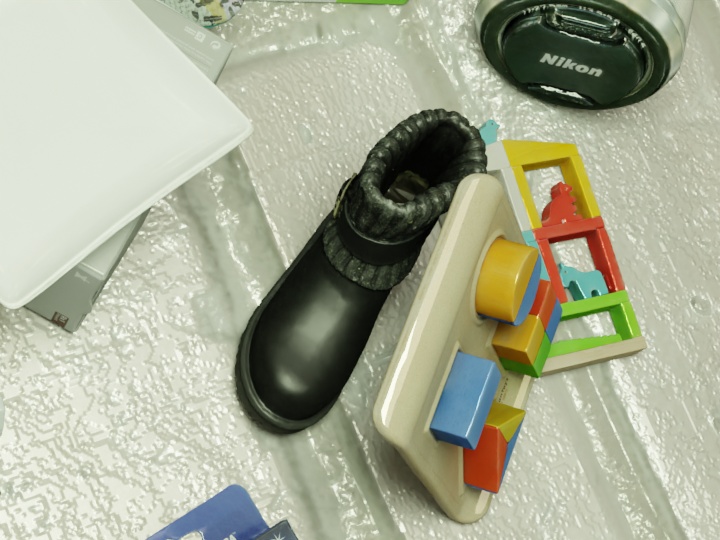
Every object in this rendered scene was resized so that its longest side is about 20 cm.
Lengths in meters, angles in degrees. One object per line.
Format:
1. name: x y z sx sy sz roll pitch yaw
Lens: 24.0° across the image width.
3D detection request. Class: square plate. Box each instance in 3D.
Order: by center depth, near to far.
1. square plate: -0.202 -0.098 1.036 0.198 0.028 0.200 -40 79 -26

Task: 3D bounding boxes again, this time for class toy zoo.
1. toy zoo: 0.127 -0.021 1.273 0.131 0.020 0.201 -10 75 -27

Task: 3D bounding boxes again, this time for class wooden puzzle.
1. wooden puzzle: 0.085 0.060 1.122 0.046 0.200 0.186 14 71 26

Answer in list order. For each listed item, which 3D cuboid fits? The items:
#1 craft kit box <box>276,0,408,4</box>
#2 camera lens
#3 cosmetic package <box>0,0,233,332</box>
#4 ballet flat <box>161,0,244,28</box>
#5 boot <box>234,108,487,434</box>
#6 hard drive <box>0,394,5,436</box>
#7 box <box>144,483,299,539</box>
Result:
1. craft kit box: -0.064 -0.300 1.284 0.199 0.048 0.199 -3 74 -25
2. camera lens: 0.181 -0.237 1.300 0.159 0.160 0.201 24 63 -14
3. cosmetic package: -0.169 -0.072 1.110 0.090 0.107 0.200 32 59 -6
4. ballet flat: -0.177 -0.212 1.155 0.199 0.072 0.072 10 65 -3
5. boot: -0.002 -0.002 1.127 0.079 0.158 0.212 31 61 -10
6. hard drive: -0.322 0.061 0.992 0.199 0.027 0.132 -3 30 -25
7. box: -0.056 0.227 0.940 0.121 0.032 0.200 -30 83 -30
